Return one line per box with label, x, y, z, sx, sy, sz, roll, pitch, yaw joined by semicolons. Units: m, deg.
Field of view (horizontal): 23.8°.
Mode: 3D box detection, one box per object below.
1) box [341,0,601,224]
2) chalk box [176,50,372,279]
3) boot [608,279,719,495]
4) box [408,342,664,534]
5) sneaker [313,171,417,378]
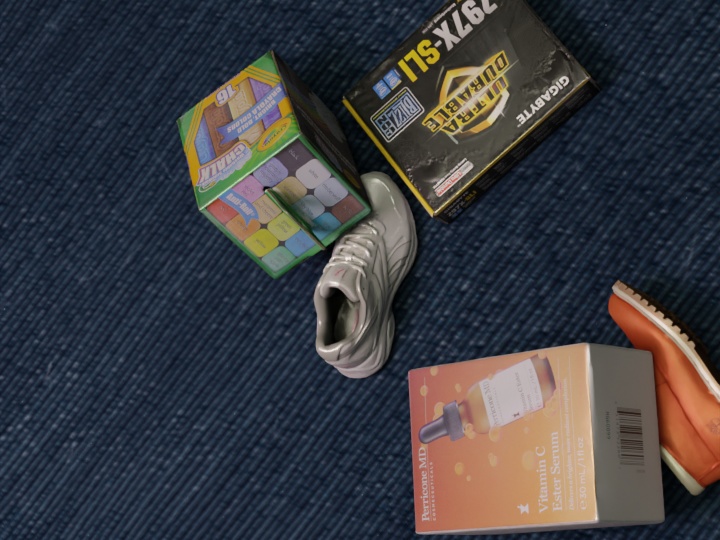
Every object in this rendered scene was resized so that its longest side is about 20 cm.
box;0.105;-0.170;1.643;0.200;0.049;0.160;-41;67;11
chalk box;-0.079;-0.087;1.617;0.124;0.124;0.200;-34;38;13
boot;0.270;0.103;1.519;0.107;0.075;0.200;-43;70;15
box;0.152;0.153;1.505;0.200;0.106;0.153;-12;76;40
sneaker;0.000;0.000;1.627;0.078;0.099;0.201;3;82;22
